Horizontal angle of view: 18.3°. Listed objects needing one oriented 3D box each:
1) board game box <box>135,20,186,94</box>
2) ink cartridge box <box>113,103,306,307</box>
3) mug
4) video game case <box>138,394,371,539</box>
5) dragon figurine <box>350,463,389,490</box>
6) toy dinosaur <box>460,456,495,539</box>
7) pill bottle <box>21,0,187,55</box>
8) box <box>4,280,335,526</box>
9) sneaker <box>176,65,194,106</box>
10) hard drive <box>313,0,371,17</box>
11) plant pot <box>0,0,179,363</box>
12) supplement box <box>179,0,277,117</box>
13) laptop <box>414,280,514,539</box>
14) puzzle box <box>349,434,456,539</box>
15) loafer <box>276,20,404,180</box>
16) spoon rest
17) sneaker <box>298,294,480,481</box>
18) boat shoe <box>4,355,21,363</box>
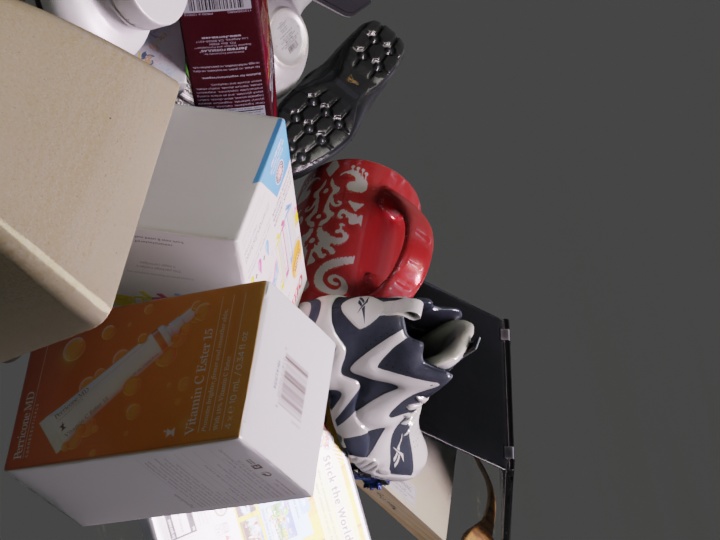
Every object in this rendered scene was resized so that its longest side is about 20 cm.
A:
[{"bbox_3d":[-0.201,-0.226,1.625,0.034,0.134,0.200,140,-54,-74],"label":"board game box"},{"bbox_3d":[-0.119,-0.007,1.651,0.200,0.125,0.129,82,20,-48],"label":"ink cartridge box"},{"bbox_3d":[0.002,0.008,1.869,0.133,0.177,0.200,59,31,-37],"label":"mug"},{"bbox_3d":[-0.076,0.213,1.725,0.182,0.023,0.200,-21,100,-31],"label":"video game case"},{"bbox_3d":[-0.048,0.153,1.798,0.200,0.099,0.059,8,74,-60],"label":"dragon figurine"},{"bbox_3d":[0.112,0.260,2.092,0.200,0.060,0.106,-49,122,-55],"label":"toy dinosaur"},{"bbox_3d":[-0.218,-0.182,1.498,0.112,0.200,0.112,27,58,-56],"label":"pill bottle"},{"bbox_3d":[-0.132,0.095,1.563,0.097,0.200,0.124,45,44,-46],"label":"box"},{"bbox_3d":[-0.130,-0.173,1.772,0.078,0.085,0.200,-54,128,-53],"label":"sneaker"},{"bbox_3d":[-0.068,-0.322,1.910,0.140,0.033,0.200,19,44,-56],"label":"hard drive"},{"bbox_3d":[-0.264,-0.067,1.409,0.177,0.200,0.200,40,47,-34],"label":"plant pot"},{"bbox_3d":[-0.098,-0.184,1.637,0.200,0.061,0.109,85,0,-54],"label":"supplement box"},{"bbox_3d":[0.084,0.131,2.077,0.200,0.116,0.187,89,2,-45],"label":"laptop"},{"bbox_3d":[0.028,0.145,2.014,0.200,0.025,0.133,46,43,-45],"label":"puzzle box"},{"bbox_3d":[-0.030,-0.140,1.957,0.068,0.070,0.201,40,54,-2],"label":"loafer"},{"bbox_3d":[-0.059,-0.223,1.958,0.200,0.061,0.099,-46,121,-40],"label":"spoon rest"},{"bbox_3d":[0.043,0.088,1.740,0.080,0.130,0.199,-74,145,-47],"label":"sneaker"},{"bbox_3d":[-0.234,-0.028,1.573,0.057,0.067,0.200,74,27,-56],"label":"boat shoe"}]
